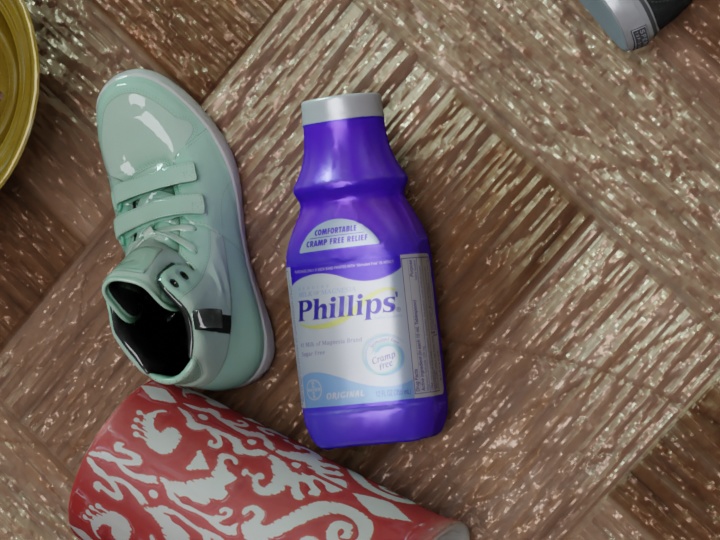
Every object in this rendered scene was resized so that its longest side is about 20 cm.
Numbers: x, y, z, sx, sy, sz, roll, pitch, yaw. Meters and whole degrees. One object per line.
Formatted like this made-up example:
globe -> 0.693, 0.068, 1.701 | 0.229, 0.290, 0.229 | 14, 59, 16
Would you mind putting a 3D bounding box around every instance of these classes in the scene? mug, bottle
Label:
mug -> -0.066, 0.173, 1.476 | 0.200, 0.133, 0.178 | 29, 98, 19
bottle -> 0.000, 0.000, 1.481 | 0.083, 0.065, 0.200 | -6, 89, 19

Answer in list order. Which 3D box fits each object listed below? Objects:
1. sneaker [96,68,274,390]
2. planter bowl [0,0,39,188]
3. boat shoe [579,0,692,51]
sneaker -> -0.116, -0.027, 1.491 | 0.074, 0.118, 0.201 | -24, 83, 19
planter bowl -> -0.268, -0.114, 1.557 | 0.200, 0.083, 0.201 | 0, 91, 18
boat shoe -> 0.114, -0.214, 1.445 | 0.057, 0.069, 0.200 | -35, 82, -3
